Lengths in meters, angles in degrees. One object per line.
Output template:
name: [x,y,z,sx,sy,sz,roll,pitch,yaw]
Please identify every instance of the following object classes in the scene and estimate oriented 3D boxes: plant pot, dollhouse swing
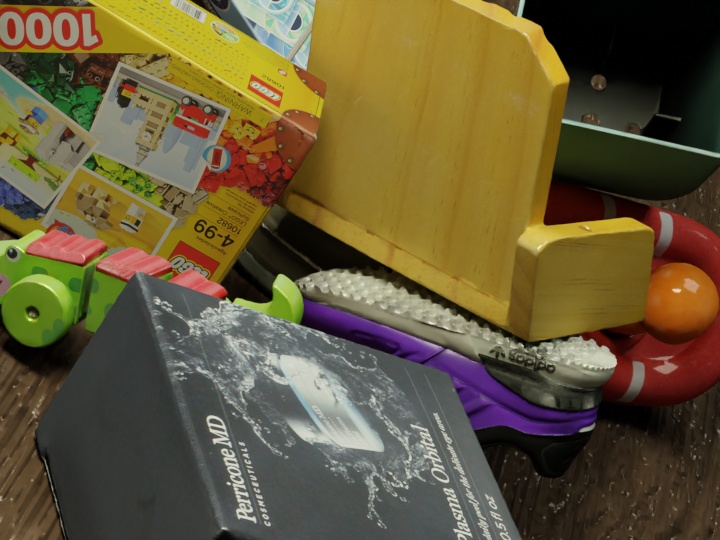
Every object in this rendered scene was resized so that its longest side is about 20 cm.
plant pot: [0.155,-0.121,1.787,0.141,0.142,0.200,12,-15,-1]
dollhouse swing: [0.071,-0.083,1.667,0.200,0.176,0.182,28,21,31]

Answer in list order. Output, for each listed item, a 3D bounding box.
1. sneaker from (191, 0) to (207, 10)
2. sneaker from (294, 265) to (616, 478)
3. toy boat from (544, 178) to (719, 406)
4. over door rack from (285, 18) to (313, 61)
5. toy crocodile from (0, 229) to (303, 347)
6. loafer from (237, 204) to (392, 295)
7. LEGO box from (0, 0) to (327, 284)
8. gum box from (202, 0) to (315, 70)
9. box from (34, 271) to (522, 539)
sneaker: [-0.118,-0.178,1.922,0.086,0.075,0.200,6,17,-1]
sneaker: [0.042,0.066,1.659,0.200,0.100,0.070,19,18,20]
toy boat: [0.174,0.019,1.820,0.200,0.131,0.131,13,-4,-38]
over door rack: [-0.101,-0.153,1.732,0.148,0.200,0.067,36,21,2]
toy crocodile: [-0.126,0.013,1.513,0.200,0.062,0.067,16,19,18]
loafer: [0.000,0.000,1.741,0.200,0.070,0.075,37,24,5]
LEGO box: [-0.142,-0.084,1.617,0.200,0.149,0.077,30,25,-10]
gum box: [-0.026,-0.235,1.802,0.170,0.200,0.045,57,-23,-11]
box: [-0.035,0.126,1.415,0.200,0.118,0.197,18,29,-30]
